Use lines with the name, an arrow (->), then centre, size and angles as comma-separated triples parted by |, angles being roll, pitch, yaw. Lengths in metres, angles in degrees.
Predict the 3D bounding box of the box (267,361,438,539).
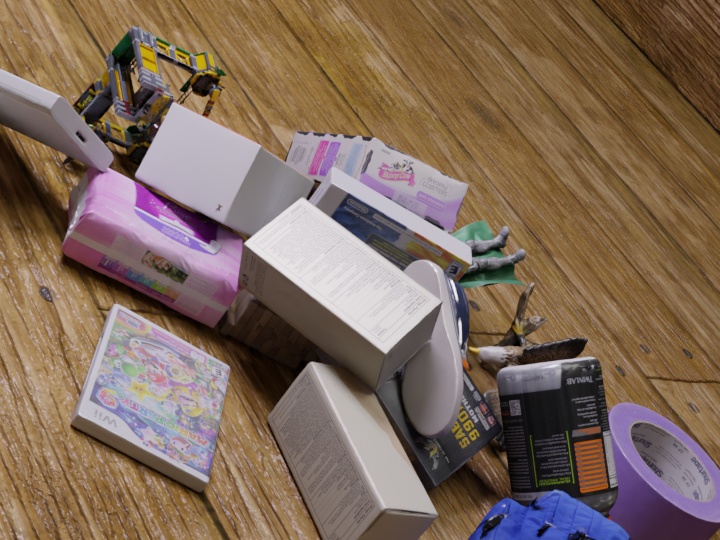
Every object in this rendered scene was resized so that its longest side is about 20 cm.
box -> -0.011, 0.199, 1.527 | 0.077, 0.095, 0.200 | 13, 36, -40

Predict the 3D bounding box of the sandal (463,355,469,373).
sandal -> 0.095, 0.109, 1.847 | 0.079, 0.059, 0.207 | 51, 29, -28

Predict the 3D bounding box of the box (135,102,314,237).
box -> -0.153, -0.105, 1.737 | 0.124, 0.098, 0.200 | 27, 0, 17

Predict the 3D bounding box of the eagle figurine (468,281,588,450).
eagle figurine -> 0.206, 0.125, 1.877 | 0.150, 0.153, 0.200 | -14, 21, -5

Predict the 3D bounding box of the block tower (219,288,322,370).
block tower -> -0.061, 0.080, 1.702 | 0.199, 0.058, 0.054 | 27, 27, -18

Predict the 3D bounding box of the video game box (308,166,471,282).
video game box -> 0.000, 0.000, 1.767 | 0.199, 0.182, 0.047 | 29, 30, -16

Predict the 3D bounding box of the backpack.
backpack -> 0.185, 0.311, 1.513 | 0.168, 0.163, 0.200 | 37, 26, 7

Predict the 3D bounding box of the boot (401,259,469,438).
boot -> 0.094, 0.092, 1.654 | 0.090, 0.072, 0.201 | 29, 54, -55

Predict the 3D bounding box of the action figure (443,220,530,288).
action figure -> 0.114, -0.011, 1.893 | 0.199, 0.055, 0.118 | -13, 52, -32

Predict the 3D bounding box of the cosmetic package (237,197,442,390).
cosmetic package -> -0.024, 0.023, 1.593 | 0.200, 0.073, 0.103 | 38, 54, 18

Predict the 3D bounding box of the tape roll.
tape roll -> 0.372, 0.270, 1.906 | 0.199, 0.085, 0.200 | 30, 27, -17

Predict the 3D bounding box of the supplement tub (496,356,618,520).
supplement tub -> 0.226, 0.204, 1.702 | 0.122, 0.122, 0.201 | -1, 83, -52

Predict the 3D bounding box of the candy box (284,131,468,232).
candy box -> 0.016, -0.118, 1.985 | 0.167, 0.072, 0.200 | 24, -7, -33

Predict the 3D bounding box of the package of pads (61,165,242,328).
package of pads -> -0.228, -0.029, 1.647 | 0.199, 0.076, 0.121 | 27, 27, -21

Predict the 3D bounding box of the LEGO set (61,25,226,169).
LEGO set -> -0.250, -0.177, 1.743 | 0.154, 0.200, 0.116 | 32, 31, -42

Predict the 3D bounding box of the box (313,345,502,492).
box -> 0.056, 0.134, 1.677 | 0.158, 0.048, 0.201 | -29, 86, -52

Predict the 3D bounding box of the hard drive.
hard drive -> -0.373, -0.180, 1.620 | 0.199, 0.026, 0.132 | 24, -16, 27

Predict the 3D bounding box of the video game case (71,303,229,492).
video game case -> -0.204, 0.123, 1.493 | 0.143, 0.018, 0.200 | 31, 27, -15
